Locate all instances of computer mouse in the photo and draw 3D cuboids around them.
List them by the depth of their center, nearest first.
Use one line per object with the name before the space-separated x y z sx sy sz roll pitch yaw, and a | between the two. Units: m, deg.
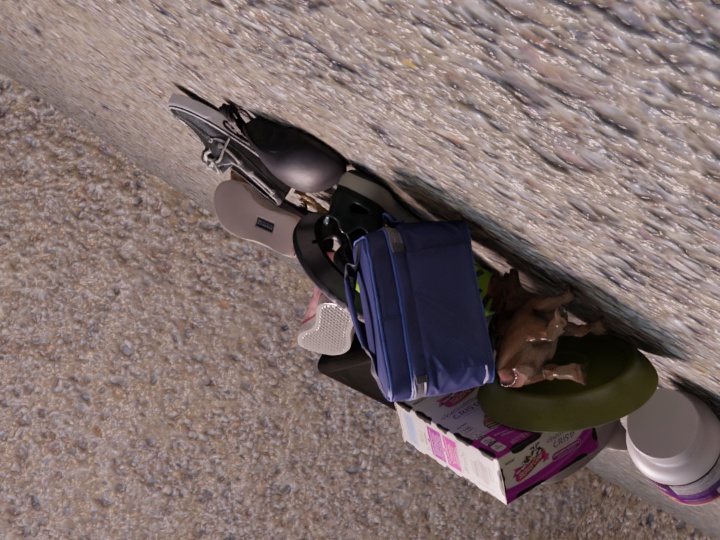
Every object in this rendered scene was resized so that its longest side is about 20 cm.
computer mouse | -0.088 -0.130 1.305 0.138 0.053 0.199 37 173 -35

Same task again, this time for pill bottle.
pill bottle | 0.382 0.208 1.329 0.111 0.112 0.200 28 173 34

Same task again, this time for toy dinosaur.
toy dinosaur | 0.172 0.076 1.164 0.134 0.200 0.086 -19 112 32
toy dinosaur | -0.055 -0.070 1.630 0.100 0.059 0.200 30 174 9

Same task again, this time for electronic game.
electronic game | 0.000 0.000 1.400 0.198 0.042 0.201 29 -151 -18

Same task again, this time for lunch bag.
lunch bag | 0.054 0.036 1.185 0.130 0.203 0.136 -11 178 -7

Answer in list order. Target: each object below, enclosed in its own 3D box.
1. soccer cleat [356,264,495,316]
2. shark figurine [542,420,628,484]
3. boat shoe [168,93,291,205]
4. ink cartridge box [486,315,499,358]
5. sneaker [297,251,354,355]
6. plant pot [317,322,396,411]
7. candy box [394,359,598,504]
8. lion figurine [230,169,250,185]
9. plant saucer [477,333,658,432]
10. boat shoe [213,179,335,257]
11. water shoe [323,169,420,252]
soccer cleat | 0.084 0.017 1.330 0.198 0.069 0.081 6 -174 -31
shark figurine | 0.313 0.180 1.391 0.127 0.217 0.089 -9 -145 -41
boat shoe | -0.177 -0.158 1.473 0.198 0.069 0.074 34 174 -14
ink cartridge box | 0.156 0.129 1.413 0.200 0.146 0.083 44 152 -6
sneaker | -0.033 0.042 1.521 0.074 0.106 0.201 16 154 -5
plant pot | 0.077 0.092 1.594 0.198 0.201 0.177 27 168 -8
candy box | 0.148 0.170 1.241 0.199 0.135 0.062 20 129 56
lion figurine | -0.164 -0.125 1.672 0.200 0.072 0.124 -143 31 -72
plant saucer | 0.223 0.113 1.214 0.199 0.198 0.031 23 131 58
boat shoe | -0.116 -0.068 1.548 0.199 0.076 0.092 32 -162 38
water shoe | 0.019 -0.045 1.299 0.071 0.079 0.200 28 173 39
